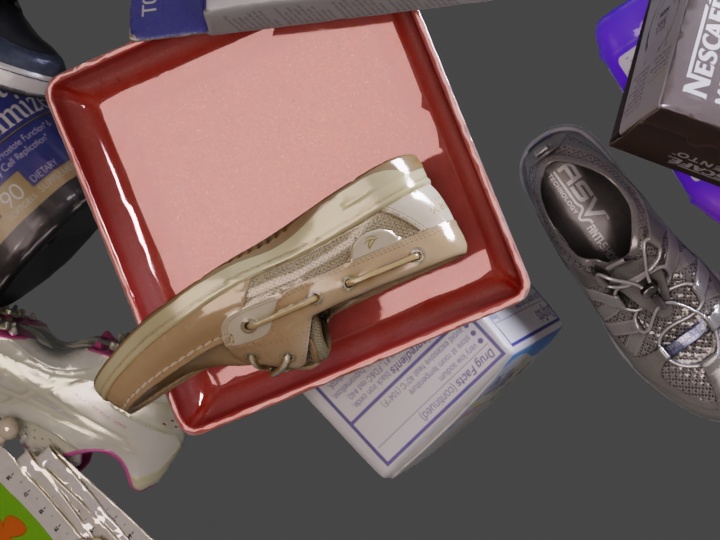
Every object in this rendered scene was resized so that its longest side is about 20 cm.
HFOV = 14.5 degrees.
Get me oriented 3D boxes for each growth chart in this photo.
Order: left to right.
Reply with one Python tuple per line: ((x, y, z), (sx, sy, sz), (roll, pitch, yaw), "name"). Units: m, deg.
((-0.177, 0.185, 1.638), (0.200, 0.018, 0.145), (37, 99, 11), "growth chart")

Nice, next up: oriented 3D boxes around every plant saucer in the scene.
((-0.036, -0.043, 1.454), (0.199, 0.037, 0.201), (-23, 89, 12), "plant saucer")

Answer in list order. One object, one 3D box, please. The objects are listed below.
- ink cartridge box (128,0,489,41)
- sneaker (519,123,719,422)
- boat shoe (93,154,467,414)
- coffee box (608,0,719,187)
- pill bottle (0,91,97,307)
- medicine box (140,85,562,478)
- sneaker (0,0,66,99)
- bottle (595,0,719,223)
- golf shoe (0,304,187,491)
((-0.030, -0.222, 1.425), (0.199, 0.043, 0.197), (-5, 74, 17), "ink cartridge box")
((0.152, 0.007, 1.579), (0.075, 0.082, 0.200), (-43, 85, 12), "sneaker")
((-0.041, 0.021, 1.404), (0.200, 0.071, 0.065), (-34, 85, 11), "boat shoe")
((0.218, -0.147, 1.507), (0.113, 0.080, 0.201), (20, 74, -10), "coffee box")
((-0.243, -0.083, 1.644), (0.200, 0.112, 0.112), (45, 101, 5), "pill bottle")
((0.000, 0.000, 1.561), (0.103, 0.182, 0.200), (-44, 84, 12), "medicine box")
((-0.221, -0.197, 1.560), (0.202, 0.077, 0.146), (35, 104, 13), "sneaker")
((0.211, -0.071, 1.570), (0.083, 0.065, 0.200), (-33, 87, 6), "bottle")
((-0.194, 0.071, 1.665), (0.199, 0.075, 0.092), (14, 100, 12), "golf shoe")
